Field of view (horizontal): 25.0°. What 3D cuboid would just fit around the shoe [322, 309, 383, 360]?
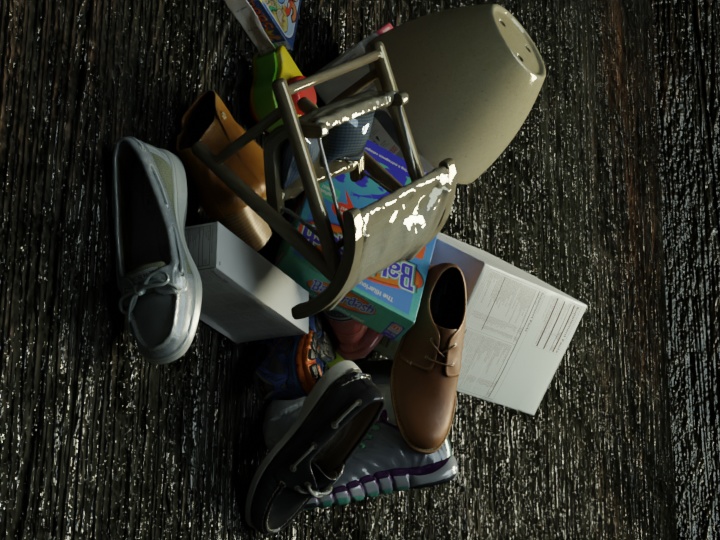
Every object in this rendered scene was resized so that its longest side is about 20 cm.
[{"bbox_3d":[0.000,0.000,1.763,0.091,0.071,0.201,78,19,-45],"label":"shoe"}]

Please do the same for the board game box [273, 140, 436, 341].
[{"bbox_3d":[0.003,-0.044,1.689,0.152,0.045,0.201,27,49,-14],"label":"board game box"}]

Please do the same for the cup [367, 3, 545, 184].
[{"bbox_3d":[0.125,-0.221,1.844,0.200,0.143,0.201,42,27,-27],"label":"cup"}]

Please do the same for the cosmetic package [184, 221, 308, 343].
[{"bbox_3d":[-0.126,0.014,1.546,0.200,0.082,0.051,42,46,-60],"label":"cosmetic package"}]

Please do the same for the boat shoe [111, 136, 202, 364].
[{"bbox_3d":[-0.187,-0.018,1.424,0.065,0.074,0.203,27,55,-57],"label":"boat shoe"}]

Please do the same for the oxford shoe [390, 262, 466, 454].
[{"bbox_3d":[0.074,0.088,1.669,0.071,0.071,0.201,149,-53,-74],"label":"oxford shoe"}]

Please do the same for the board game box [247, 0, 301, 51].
[{"bbox_3d":[-0.102,-0.356,1.776,0.135,0.034,0.201,54,36,-50],"label":"board game box"}]

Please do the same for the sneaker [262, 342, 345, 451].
[{"bbox_3d":[-0.043,0.163,1.717,0.200,0.075,0.105,-60,138,-58],"label":"sneaker"}]

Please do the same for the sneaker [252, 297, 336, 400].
[{"bbox_3d":[-0.073,0.080,1.677,0.200,0.078,0.076,-78,152,-77],"label":"sneaker"}]

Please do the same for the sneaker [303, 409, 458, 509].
[{"bbox_3d":[-0.001,0.195,1.693,0.074,0.199,0.088,147,-68,-75],"label":"sneaker"}]

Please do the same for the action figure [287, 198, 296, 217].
[{"bbox_3d":[-0.056,-0.111,1.801,0.118,0.054,0.201,-27,105,-64],"label":"action figure"}]

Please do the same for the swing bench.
[{"bbox_3d":[-0.017,-0.087,1.544,0.200,0.130,0.199,58,35,0],"label":"swing bench"}]

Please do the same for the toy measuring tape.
[{"bbox_3d":[-0.102,-0.206,1.703,0.200,0.073,0.074,56,33,-31],"label":"toy measuring tape"}]

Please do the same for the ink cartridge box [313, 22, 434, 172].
[{"bbox_3d":[0.045,-0.180,1.921,0.200,0.085,0.146,55,24,-6],"label":"ink cartridge box"}]

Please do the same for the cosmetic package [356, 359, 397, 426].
[{"bbox_3d":[0.032,0.162,1.823,0.200,0.071,0.102,-79,162,-84],"label":"cosmetic package"}]

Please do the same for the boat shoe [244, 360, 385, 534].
[{"bbox_3d":[-0.043,0.185,1.591,0.074,0.060,0.200,17,110,-55],"label":"boat shoe"}]

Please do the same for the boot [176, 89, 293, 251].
[{"bbox_3d":[-0.119,-0.122,1.625,0.201,0.070,0.144,-71,141,-55],"label":"boot"}]

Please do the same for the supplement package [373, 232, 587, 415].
[{"bbox_3d":[0.108,0.047,1.854,0.200,0.191,0.148,21,96,-45],"label":"supplement package"}]
